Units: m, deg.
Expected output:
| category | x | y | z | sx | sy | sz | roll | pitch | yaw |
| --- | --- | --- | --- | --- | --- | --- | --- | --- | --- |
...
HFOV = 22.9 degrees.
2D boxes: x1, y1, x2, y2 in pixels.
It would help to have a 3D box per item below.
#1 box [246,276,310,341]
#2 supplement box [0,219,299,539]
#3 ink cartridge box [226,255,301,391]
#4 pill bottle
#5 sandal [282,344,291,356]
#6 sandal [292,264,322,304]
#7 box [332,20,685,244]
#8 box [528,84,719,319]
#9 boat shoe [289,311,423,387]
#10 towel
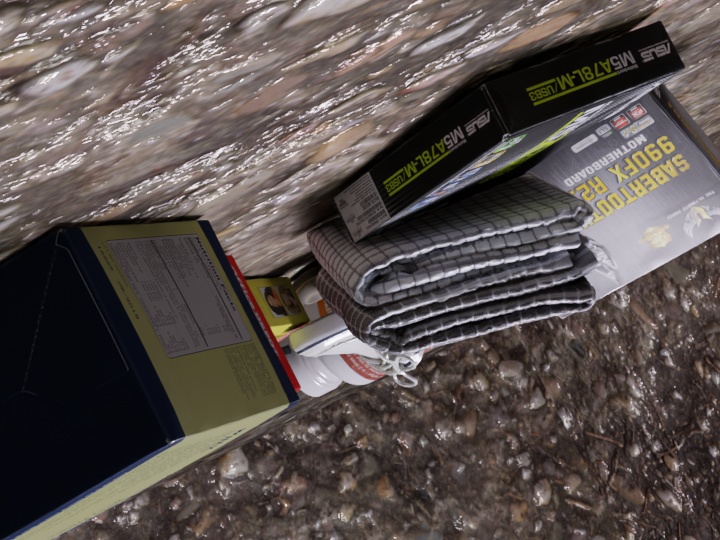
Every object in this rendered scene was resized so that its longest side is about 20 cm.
| category | x | y | z | sx | sy | sz | roll | pitch | yaw |
| --- | --- | --- | --- | --- | --- | --- | --- | --- | --- |
| box | -0.108 | 0.044 | 1.496 | 0.075 | 0.050 | 0.200 | -30 | 174 | 12 |
| supplement box | -0.177 | 0.076 | 1.073 | 0.199 | 0.135 | 0.200 | -30 | 173 | 18 |
| ink cartridge box | -0.112 | 0.054 | 1.265 | 0.067 | 0.117 | 0.200 | -30 | 174 | 16 |
| pill bottle | 0.018 | 0.042 | 1.733 | 0.199 | 0.113 | 0.112 | -31 | 173 | 22 |
| sandal | -0.166 | 0.093 | 1.717 | 0.199 | 0.048 | 0.075 | -16 | 177 | 10 |
| sandal | 0.000 | 0.000 | 1.582 | 0.081 | 0.055 | 0.200 | -23 | 172 | -35 |
| box | 0.104 | -0.098 | 1.281 | 0.192 | 0.048 | 0.200 | -20 | 172 | -39 |
| box | 0.204 | -0.063 | 1.507 | 0.199 | 0.158 | 0.049 | -30 | -149 | 27 |
| boat shoe | 0.033 | 0.062 | 1.582 | 0.201 | 0.087 | 0.074 | -17 | 176 | -35 |
| towel | 0.072 | -0.006 | 1.363 | 0.198 | 0.086 | 0.166 | -14 | -165 | -10 |
